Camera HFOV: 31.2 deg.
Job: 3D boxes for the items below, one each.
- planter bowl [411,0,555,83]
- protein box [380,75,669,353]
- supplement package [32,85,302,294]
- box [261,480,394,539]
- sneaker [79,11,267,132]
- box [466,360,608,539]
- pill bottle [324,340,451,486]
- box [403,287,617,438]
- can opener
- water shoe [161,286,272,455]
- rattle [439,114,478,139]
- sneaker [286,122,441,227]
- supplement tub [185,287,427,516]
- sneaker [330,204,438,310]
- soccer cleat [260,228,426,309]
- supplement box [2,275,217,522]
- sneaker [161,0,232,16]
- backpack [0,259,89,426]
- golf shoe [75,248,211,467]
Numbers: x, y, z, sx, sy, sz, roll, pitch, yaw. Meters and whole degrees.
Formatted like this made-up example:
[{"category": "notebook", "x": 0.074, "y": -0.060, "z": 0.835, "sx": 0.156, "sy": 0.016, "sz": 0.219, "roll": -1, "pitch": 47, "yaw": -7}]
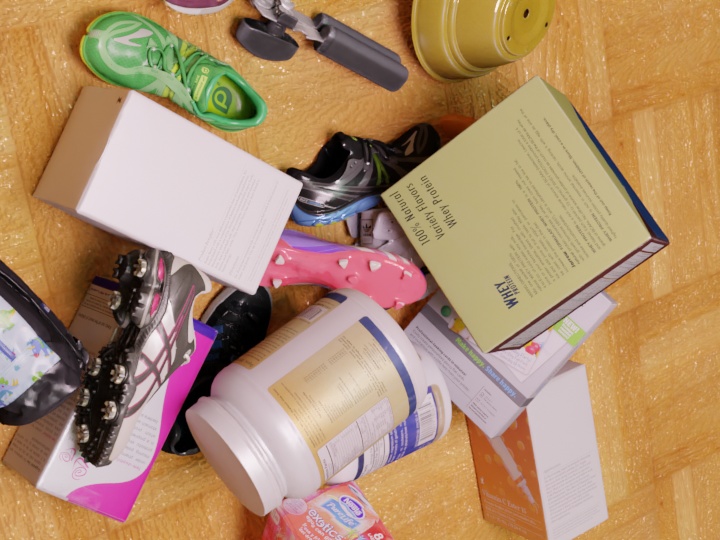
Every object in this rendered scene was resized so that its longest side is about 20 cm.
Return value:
[{"category": "planter bowl", "x": 0.151, "y": -0.287, "z": 1.389, "sx": 0.200, "sy": 0.083, "sz": 0.201, "roll": -28, "pitch": 132, "yaw": -36}, {"category": "protein box", "x": 0.169, "y": -0.052, "z": 1.316, "sx": 0.200, "sy": 0.199, "sz": 0.135, "roll": -37, "pitch": 166, "yaw": 16}, {"category": "supplement package", "x": -0.181, "y": -0.076, "z": 1.217, "sx": 0.200, "sy": 0.120, "sz": 0.122, "roll": 28, "pitch": 83, "yaw": -34}, {"category": "box", "x": -0.048, "y": 0.327, "z": 1.339, "sx": 0.102, "sy": 0.095, "sz": 0.201, "roll": -10, "pitch": 134, "yaw": -33}, {"category": "sneaker", "x": -0.170, "y": -0.190, "z": 1.228, "sx": 0.199, "sy": 0.083, "sz": 0.074, "roll": 21, "pitch": 86, "yaw": -34}, {"category": "box", "x": 0.204, "y": 0.206, "z": 1.521, "sx": 0.097, "sy": 0.124, "sz": 0.201, "roll": -21, "pitch": 108, "yaw": -29}, {"category": "pill bottle", "x": -0.014, "y": 0.160, "z": 1.370, "sx": 0.199, "sy": 0.120, "sz": 0.120, "roll": -20, "pitch": 109, "yaw": -30}, {"category": "box", "x": 0.157, "y": 0.058, "z": 1.412, "sx": 0.200, "sy": 0.156, "sz": 0.041, "roll": -49, "pitch": 163, "yaw": 12}, {"category": "can opener", "x": -0.040, "y": -0.234, "z": 1.337, "sx": 0.199, "sy": 0.053, "sz": 0.067, "roll": 18, "pitch": 122, "yaw": -33}, {"category": "water shoe", "x": -0.137, "y": 0.100, "z": 1.301, "sx": 0.071, "sy": 0.079, "sz": 0.200, "roll": 38, "pitch": 77, "yaw": -33}, {"category": "rattle", "x": 0.156, "y": -0.062, "z": 1.453, "sx": 0.142, "sy": 0.130, "sz": 0.201, "roll": 5, "pitch": 101, "yaw": -37}, {"category": "sneaker", "x": 0.006, "y": -0.114, "z": 1.367, "sx": 0.199, "sy": 0.071, "sz": 0.083, "roll": -27, "pitch": 114, "yaw": -26}, {"category": "supplement tub", "x": -0.052, "y": 0.125, "z": 1.228, "sx": 0.200, "sy": 0.144, "sz": 0.145, "roll": -35, "pitch": 116, "yaw": -21}, {"category": "sneaker", "x": 0.000, "y": 0.000, "z": 1.383, "sx": 0.200, "sy": 0.075, "sz": 0.115, "roll": -32, "pitch": 113, "yaw": -31}, {"category": "soccer cleat", "x": -0.031, "y": -0.009, "z": 1.314, "sx": 0.199, "sy": 0.077, "sz": 0.067, "roll": 7, "pitch": 123, "yaw": -7}, {"category": "supplement box", "x": -0.238, "y": 0.120, "z": 1.223, "sx": 0.101, "sy": 0.103, "sz": 0.201, "roll": 32, "pitch": 78, "yaw": -33}, {"category": "sneaker", "x": -0.109, "y": -0.307, "z": 1.234, "sx": 0.200, "sy": 0.090, "sz": 0.075, "roll": -24, "pitch": 73, "yaw": -35}, {"category": "backpack", "x": -0.346, "y": 0.037, "z": 1.109, "sx": 0.153, "sy": 0.163, "sz": 0.201, "roll": -32, "pitch": 108, "yaw": -10}, {"category": "golf shoe", "x": -0.190, "y": 0.082, "z": 1.146, "sx": 0.088, "sy": 0.077, "sz": 0.201, "roll": 19, "pitch": 87, "yaw": -40}]
